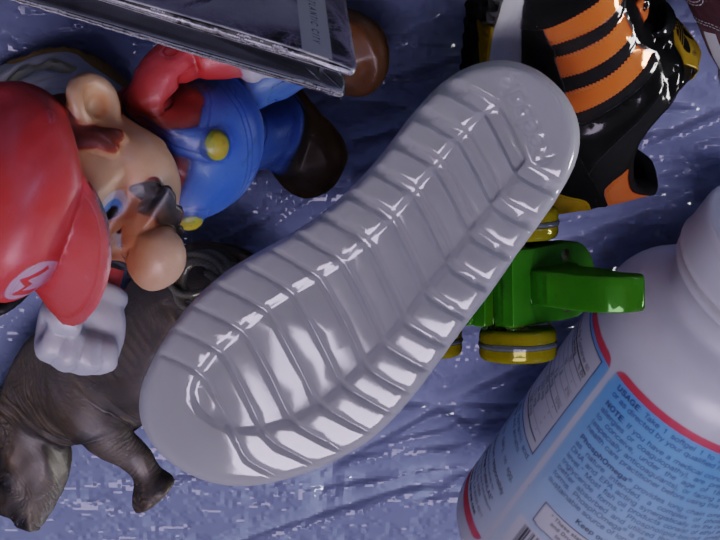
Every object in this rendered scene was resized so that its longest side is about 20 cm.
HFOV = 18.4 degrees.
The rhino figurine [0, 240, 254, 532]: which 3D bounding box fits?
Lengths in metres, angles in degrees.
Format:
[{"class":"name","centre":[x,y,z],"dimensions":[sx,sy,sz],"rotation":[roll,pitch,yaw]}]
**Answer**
[{"class":"rhino figurine","centre":[-0.105,0.055,0.965],"dimensions":[0.200,0.060,0.088],"rotation":[-30,106,23]}]

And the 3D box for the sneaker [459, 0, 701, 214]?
[{"class":"sneaker","centre":[0.088,-0.101,0.838],"dimensions":[0.090,0.070,0.200],"rotation":[0,136,-5]}]

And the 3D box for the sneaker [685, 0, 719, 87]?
[{"class":"sneaker","centre":[0.204,-0.133,0.810],"dimensions":[0.200,0.076,0.116],"rotation":[-27,123,20]}]

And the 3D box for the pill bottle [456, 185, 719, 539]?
[{"class":"pill bottle","centre":[0.131,0.061,0.947],"dimensions":[0.108,0.109,0.200],"rotation":[20,127,-18]}]

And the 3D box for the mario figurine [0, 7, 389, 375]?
[{"class":"mario figurine","centre":[-0.061,-0.029,0.802],"dimensions":[0.106,0.200,0.124],"rotation":[5,113,39]}]

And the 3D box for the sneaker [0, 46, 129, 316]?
[{"class":"sneaker","centre":[-0.175,-0.011,0.891],"dimensions":[0.200,0.088,0.076],"rotation":[-34,125,26]}]

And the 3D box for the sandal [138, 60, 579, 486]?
[{"class":"sandal","centre":[0.005,0.006,0.831],"dimensions":[0.203,0.050,0.083],"rotation":[-41,92,10]}]

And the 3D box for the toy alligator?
[{"class":"toy alligator","centre":[0.022,0.002,0.877],"dimensions":[0.199,0.054,0.060],"rotation":[2,97,25]}]

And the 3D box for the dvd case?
[{"class":"dvd case","centre":[-0.101,-0.127,0.754],"dimensions":[0.199,0.149,0.016],"rotation":[16,120,-15]}]
